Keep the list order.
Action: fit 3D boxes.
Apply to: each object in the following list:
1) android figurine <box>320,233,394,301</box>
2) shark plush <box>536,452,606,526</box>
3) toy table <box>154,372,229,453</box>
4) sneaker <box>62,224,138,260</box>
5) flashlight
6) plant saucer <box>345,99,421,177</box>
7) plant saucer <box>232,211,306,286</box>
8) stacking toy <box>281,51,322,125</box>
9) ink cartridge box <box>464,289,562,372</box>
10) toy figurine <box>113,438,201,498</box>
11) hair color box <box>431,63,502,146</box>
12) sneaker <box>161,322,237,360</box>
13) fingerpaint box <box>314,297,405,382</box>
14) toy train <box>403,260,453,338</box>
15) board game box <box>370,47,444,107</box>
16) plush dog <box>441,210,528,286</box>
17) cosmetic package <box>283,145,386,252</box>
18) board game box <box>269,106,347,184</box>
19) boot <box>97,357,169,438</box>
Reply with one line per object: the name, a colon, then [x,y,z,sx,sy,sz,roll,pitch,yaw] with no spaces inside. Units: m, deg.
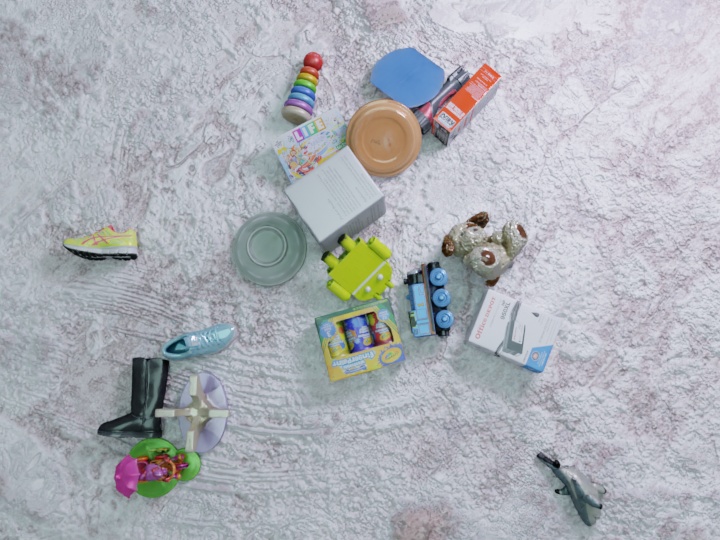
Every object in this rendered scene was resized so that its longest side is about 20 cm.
android figurine: [0.000,0.000,1.618,0.182,0.041,0.200,-44,114,9]
shark plush: [0.510,0.531,1.555,0.200,0.091,0.083,39,116,2]
toy table: [-0.406,0.358,1.597,0.183,0.117,0.201,-11,81,1]
sneaker: [-0.687,-0.077,1.695,0.199,0.078,0.091,3,74,-2]
flashlight: [0.216,-0.450,1.701,0.200,0.068,0.068,-43,80,-8]
plant saucer: [0.060,-0.342,1.659,0.199,0.032,0.202,0,110,1]
plant saucer: [-0.243,-0.061,1.677,0.199,0.050,0.202,0,82,2]
stacking toy: [-0.147,-0.498,1.717,0.085,0.085,0.201,15,80,5]
ink cartridge box: [0.381,0.152,1.599,0.199,0.084,0.145,22,84,6]
toy figurine: [-0.511,0.493,1.550,0.199,0.184,0.151,-4,82,2]
hair color box: [0.275,-0.432,1.668,0.064,0.111,0.200,41,86,8]
sneaker: [-0.415,0.187,1.636,0.199,0.082,0.074,-22,83,0]
fingerpaint box: [0.000,0.176,1.620,0.199,0.073,0.168,-15,82,1]
toy train: [0.174,0.077,1.621,0.114,0.087,0.201,-9,82,8]
board game box: [0.129,-0.510,1.712,0.158,0.039,0.200,-43,68,-11]
plush dog: [0.300,-0.058,1.622,0.200,0.161,0.172,-35,66,-30]
cosmetic package: [-0.060,-0.174,1.622,0.199,0.165,0.165,-34,80,-2]
board game box: [-0.122,-0.328,1.688,0.199,0.034,0.135,-28,106,-1]
boot: [-0.583,0.323,1.634,0.164,0.066,0.201,3,86,-5]
